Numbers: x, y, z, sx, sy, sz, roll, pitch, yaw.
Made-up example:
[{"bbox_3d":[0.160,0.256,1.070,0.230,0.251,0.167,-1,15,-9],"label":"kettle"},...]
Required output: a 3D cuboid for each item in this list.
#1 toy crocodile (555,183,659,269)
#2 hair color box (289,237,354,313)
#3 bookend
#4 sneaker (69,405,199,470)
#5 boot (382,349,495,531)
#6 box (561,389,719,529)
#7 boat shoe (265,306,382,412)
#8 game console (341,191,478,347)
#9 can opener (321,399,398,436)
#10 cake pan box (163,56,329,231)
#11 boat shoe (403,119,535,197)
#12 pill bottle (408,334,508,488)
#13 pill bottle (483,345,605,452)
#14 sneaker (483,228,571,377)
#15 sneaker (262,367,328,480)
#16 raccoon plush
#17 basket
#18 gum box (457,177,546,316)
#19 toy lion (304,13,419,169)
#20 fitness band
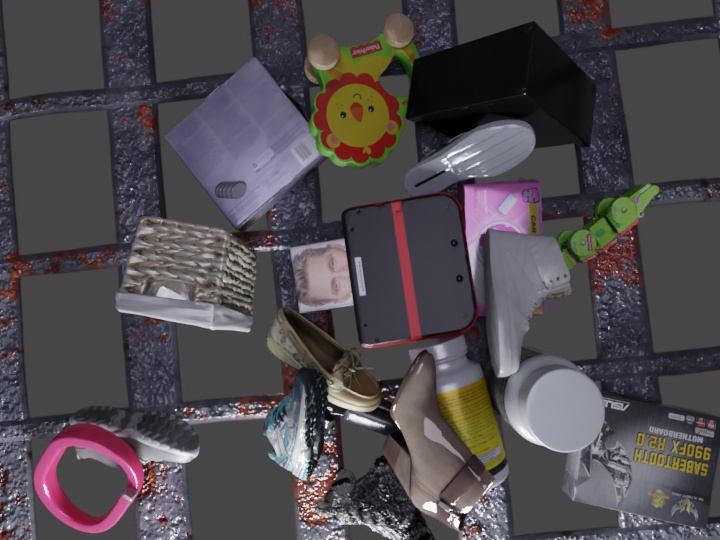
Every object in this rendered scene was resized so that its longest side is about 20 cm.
[{"bbox_3d":[0.357,-0.057,0.771,0.199,0.068,0.062,-39,92,1],"label":"toy crocodile"},{"bbox_3d":[0.000,0.000,0.779,0.195,0.061,0.102,-10,87,2],"label":"hair color box"},{"bbox_3d":[0.207,-0.246,0.758,0.198,0.197,0.094,13,85,-42],"label":"bookend"},{"bbox_3d":[-0.336,0.261,0.780,0.196,0.075,0.084,10,103,7],"label":"sneaker"},{"bbox_3d":[0.103,0.220,0.651,0.145,0.070,0.203,33,125,33],"label":"boot"},{"bbox_3d":[0.411,0.271,0.762,0.196,0.048,0.162,12,87,2],"label":"box"},{"bbox_3d":[-0.050,0.131,0.757,0.198,0.073,0.063,32,124,5],"label":"boat shoe"},{"bbox_3d":[0.070,-0.002,0.736,0.173,0.031,0.205,-9,85,7],"label":"game console"},{"bbox_3d":[-0.009,0.218,0.783,0.196,0.054,0.068,20,120,2],"label":"can opener"},{"bbox_3d":[-0.169,-0.194,0.798,0.199,0.052,0.185,-42,89,-1],"label":"cake pan box"},{"bbox_3d":[0.150,-0.169,0.743,0.197,0.071,0.073,-17,120,29],"label":"boat shoe"},{"bbox_3d":[0.133,0.200,0.740,0.110,0.112,0.204,-15,87,1],"label":"pill bottle"},{"bbox_3d":[0.238,0.166,0.695,0.111,0.200,0.117,0,87,2],"label":"pill bottle"},{"bbox_3d":[0.223,0.039,0.678,0.113,0.074,0.204,3,68,2],"label":"sneaker"},{"bbox_3d":[-0.099,0.215,0.728,0.085,0.078,0.203,16,123,12],"label":"sneaker"},{"bbox_3d":[0.016,0.350,0.711,0.133,0.200,0.097,-34,119,0],"label":"raccoon plush"},{"bbox_3d":[-0.224,0.012,0.718,0.132,0.200,0.126,9,83,2],"label":"basket"},{"bbox_3d":[0.207,-0.035,0.772,0.111,0.066,0.205,-2,87,2],"label":"gum box"},{"bbox_3d":[0.011,-0.257,0.775,0.197,0.069,0.195,-22,93,-14],"label":"toy lion"},{"bbox_3d":[-0.395,0.303,0.748,0.143,0.038,0.201,38,117,-6],"label":"fitness band"}]
